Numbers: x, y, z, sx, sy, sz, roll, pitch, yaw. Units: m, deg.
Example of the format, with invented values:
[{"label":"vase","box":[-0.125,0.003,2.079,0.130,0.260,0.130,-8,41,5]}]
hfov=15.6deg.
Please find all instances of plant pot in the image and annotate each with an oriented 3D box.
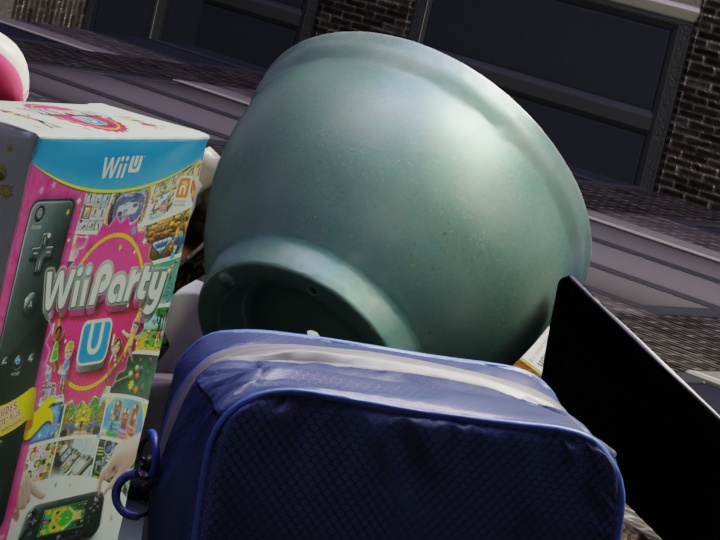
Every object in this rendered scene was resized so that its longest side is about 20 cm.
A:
[{"label":"plant pot","box":[0.000,0.000,1.329,0.199,0.201,0.134,17,49,23]}]

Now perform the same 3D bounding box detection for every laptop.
[{"label":"laptop","box":[0.187,0.093,1.355,0.177,0.104,0.200,46,25,27]}]

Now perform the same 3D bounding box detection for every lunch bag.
[{"label":"lunch bag","box":[-0.003,0.103,1.077,0.199,0.137,0.132,10,9,-11]}]

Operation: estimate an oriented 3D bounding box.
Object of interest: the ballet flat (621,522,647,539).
[{"label":"ballet flat","box":[0.082,0.138,1.221,0.046,0.068,0.199,0,-8,42]}]

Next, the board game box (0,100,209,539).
[{"label":"board game box","box":[-0.145,0.031,1.106,0.064,0.201,0.147,17,10,23]}]

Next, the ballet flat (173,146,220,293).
[{"label":"ballet flat","box":[-0.102,-0.025,1.386,0.068,0.075,0.200,35,28,1]}]

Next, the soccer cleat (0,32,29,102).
[{"label":"soccer cleat","box":[-0.200,-0.074,1.182,0.070,0.087,0.200,32,-37,-16]}]

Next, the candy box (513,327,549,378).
[{"label":"candy box","box":[0.034,-0.005,1.485,0.200,0.055,0.115,36,-11,0]}]

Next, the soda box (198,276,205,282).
[{"label":"soda box","box":[-0.034,0.052,1.599,0.068,0.064,0.200,6,12,-42]}]

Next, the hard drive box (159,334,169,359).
[{"label":"hard drive box","box":[-0.220,-0.002,1.376,0.199,0.077,0.156,8,43,-42]}]

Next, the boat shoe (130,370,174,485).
[{"label":"boat shoe","box":[-0.150,0.074,1.308,0.199,0.075,0.073,16,-6,-39]}]

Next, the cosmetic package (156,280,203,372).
[{"label":"cosmetic package","box":[-0.190,0.019,1.551,0.199,0.072,0.101,18,9,28]}]
